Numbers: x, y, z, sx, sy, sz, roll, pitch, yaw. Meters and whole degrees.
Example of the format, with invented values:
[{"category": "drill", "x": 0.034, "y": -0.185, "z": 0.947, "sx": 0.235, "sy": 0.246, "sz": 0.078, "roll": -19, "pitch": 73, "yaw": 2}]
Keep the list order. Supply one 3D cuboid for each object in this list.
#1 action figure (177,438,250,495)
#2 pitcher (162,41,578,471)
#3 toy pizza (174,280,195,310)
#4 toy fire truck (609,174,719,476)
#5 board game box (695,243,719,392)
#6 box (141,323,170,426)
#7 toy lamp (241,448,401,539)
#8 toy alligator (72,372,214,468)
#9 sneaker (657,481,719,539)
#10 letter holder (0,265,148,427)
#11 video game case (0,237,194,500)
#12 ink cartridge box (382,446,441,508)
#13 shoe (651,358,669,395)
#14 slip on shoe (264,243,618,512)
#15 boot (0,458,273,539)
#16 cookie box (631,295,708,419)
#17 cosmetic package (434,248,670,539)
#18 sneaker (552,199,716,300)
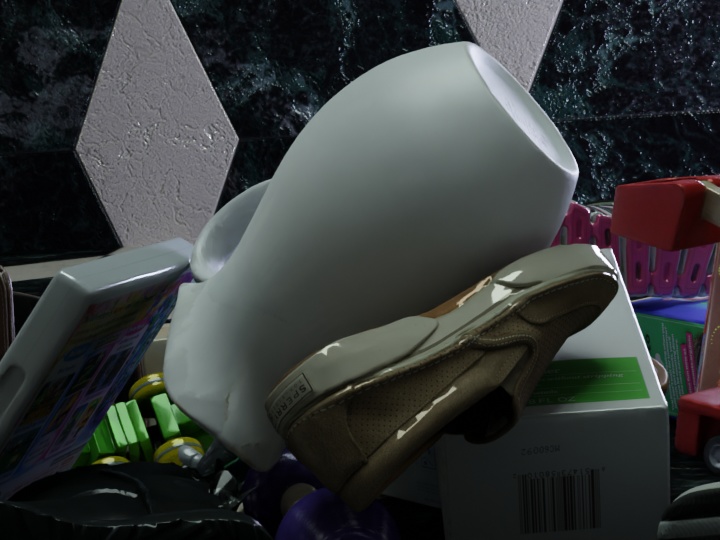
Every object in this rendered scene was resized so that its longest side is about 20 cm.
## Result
[{"category": "action figure", "x": -0.031, "y": 0.056, "z": 1.107, "sx": 0.200, "sy": 0.055, "sz": 0.118, "roll": -43, "pitch": -3, "yaw": 26}, {"category": "pitcher", "x": -0.003, "y": -0.025, "z": 1.017, "sx": 0.200, "sy": 0.121, "sz": 0.172, "roll": -41, "pitch": 34, "yaw": 16}, {"category": "toy pizza", "x": -0.019, "y": 0.028, "z": 1.361, "sx": 0.198, "sy": 0.032, "sz": 0.201, "roll": 2, "pitch": 28, "yaw": -1}, {"category": "toy fire truck", "x": 0.212, "y": 0.035, "z": 1.063, "sx": 0.199, "sy": 0.142, "sz": 0.049, "roll": 15, "pitch": 16, "yaw": 40}, {"category": "board game box", "x": 0.252, "y": 0.029, "z": 1.251, "sx": 0.102, "sy": 0.020, "sz": 0.201, "roll": 11, "pitch": 39, "yaw": 6}, {"category": "box", "x": -0.053, "y": 0.070, "z": 1.423, "sx": 0.198, "sy": 0.079, "sz": 0.095, "roll": -6, "pitch": 5, "yaw": -16}, {"category": "toy lamp", "x": -0.018, "y": 0.116, "z": 0.967, "sx": 0.058, "sy": 0.059, "sz": 0.200, "roll": -5, "pitch": 6, "yaw": -9}, {"category": "toy alligator", "x": -0.105, "y": 0.096, "z": 1.253, "sx": 0.198, "sy": 0.060, "sz": 0.054, "roll": -15, "pitch": -36, "yaw": -14}, {"category": "sneaker", "x": 0.228, "y": 0.099, "z": 0.862, "sx": 0.198, "sy": 0.076, "sz": 0.115, "roll": -3, "pitch": 2, "yaw": 30}, {"category": "letter holder", "x": -0.234, "y": 0.055, "z": 1.375, "sx": 0.100, "sy": 0.144, "sz": 0.199, "roll": -8, "pitch": 6, "yaw": -39}, {"category": "video game case", "x": -0.155, "y": 0.070, "z": 1.045, "sx": 0.024, "sy": 0.183, "sz": 0.200, "roll": 34, "pitch": 10, "yaw": 6}, {"category": "ink cartridge box", "x": 0.042, "y": 0.097, "z": 1.219, "sx": 0.093, "sy": 0.045, "sz": 0.199, "roll": -9, "pitch": 6, "yaw": -29}, {"category": "shoe", "x": 0.081, "y": 0.052, "z": 1.264, "sx": 0.198, "sy": 0.054, "sz": 0.070, "roll": 21, "pitch": 33, "yaw": 8}, {"category": "slip on shoe", "x": 0.048, "y": 0.045, "z": 0.919, "sx": 0.199, "sy": 0.061, "sz": 0.076, "roll": -19, "pitch": -23, "yaw": -45}, {"category": "boot", "x": -0.133, "y": 0.120, "z": 0.924, "sx": 0.196, "sy": 0.074, "sz": 0.162, "roll": -1, "pitch": 4, "yaw": -17}, {"category": "cookie box", "x": 0.276, "y": 0.052, "z": 1.379, "sx": 0.170, "sy": 0.076, "sz": 0.200, "roll": -7, "pitch": 5, "yaw": -18}, {"category": "cosmetic package", "x": 0.086, "y": 0.065, "z": 1.047, "sx": 0.106, "sy": 0.086, "sz": 0.200, "roll": -5, "pitch": 22, "yaw": 0}, {"category": "sneaker", "x": 0.142, "y": -0.011, "z": 1.405, "sx": 0.198, "sy": 0.075, "sz": 0.087, "roll": 1, "pitch": -1, "yaw": -19}]
